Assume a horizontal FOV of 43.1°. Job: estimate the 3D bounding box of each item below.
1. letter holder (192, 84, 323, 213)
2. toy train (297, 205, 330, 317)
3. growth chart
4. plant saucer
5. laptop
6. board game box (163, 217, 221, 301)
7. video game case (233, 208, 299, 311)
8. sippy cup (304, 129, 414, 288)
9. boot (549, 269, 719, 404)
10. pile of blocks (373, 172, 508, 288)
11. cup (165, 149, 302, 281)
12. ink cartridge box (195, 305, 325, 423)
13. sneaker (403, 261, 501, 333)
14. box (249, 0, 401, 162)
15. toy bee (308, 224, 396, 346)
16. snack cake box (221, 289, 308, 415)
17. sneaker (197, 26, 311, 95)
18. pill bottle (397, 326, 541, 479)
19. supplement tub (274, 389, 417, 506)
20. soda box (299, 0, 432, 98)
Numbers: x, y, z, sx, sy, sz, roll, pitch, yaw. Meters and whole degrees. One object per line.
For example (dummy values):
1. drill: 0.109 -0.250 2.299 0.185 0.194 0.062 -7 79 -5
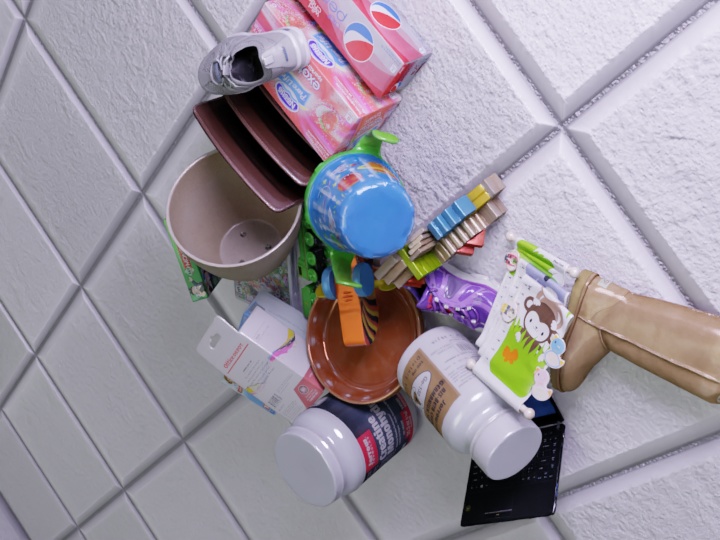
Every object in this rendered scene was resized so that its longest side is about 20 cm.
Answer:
1. letter holder: -0.120 -0.199 1.272 0.200 0.142 0.101 51 137 9
2. toy train: -0.073 -0.011 1.413 0.056 0.042 0.202 26 129 45
3. growth chart: 0.201 0.067 1.120 0.144 0.018 0.202 28 104 49
4. plant saucer: 0.008 0.095 1.342 0.199 0.032 0.203 -4 82 33
5. laptop: 0.182 0.232 1.256 0.103 0.201 0.177 31 146 -25
6. board game box: -0.258 -0.044 1.470 0.029 0.200 0.136 -17 104 8
7. video game case: -0.162 -0.021 1.505 0.142 0.018 0.202 21 126 35
8. sippy cup: 0.006 -0.076 1.152 0.130 0.139 0.179 -133 21 -69
9. boot: 0.330 0.107 1.071 0.199 0.066 0.177 25 126 31
10. pile of blocks: 0.110 -0.035 1.151 0.200 0.082 0.062 -41 80 18
11. cup: -0.175 -0.063 1.363 0.200 0.200 0.144 38 162 22
12. ink cartridge box: -0.148 0.137 1.427 0.199 0.068 0.117 36 134 -4
13. sneaker: 0.121 0.042 1.222 0.199 0.083 0.081 30 131 27
14. box: -0.056 -0.258 1.212 0.201 0.094 0.103 52 138 8
15. toy bee: 0.000 0.000 1.295 0.130 0.109 0.202 16 115 21
16. snack cake box: -0.154 0.139 1.528 0.114 0.067 0.201 29 135 5
17. sneaker: -0.157 -0.268 1.170 0.199 0.082 0.075 -8 107 47
18. pill bottle: 0.144 0.175 1.210 0.200 0.113 0.115 48 141 43
19. supplement tub: -0.019 0.251 1.387 0.140 0.199 0.142 22 127 33
20. soda box: -0.004 -0.320 1.151 0.200 0.063 0.070 51 138 8
